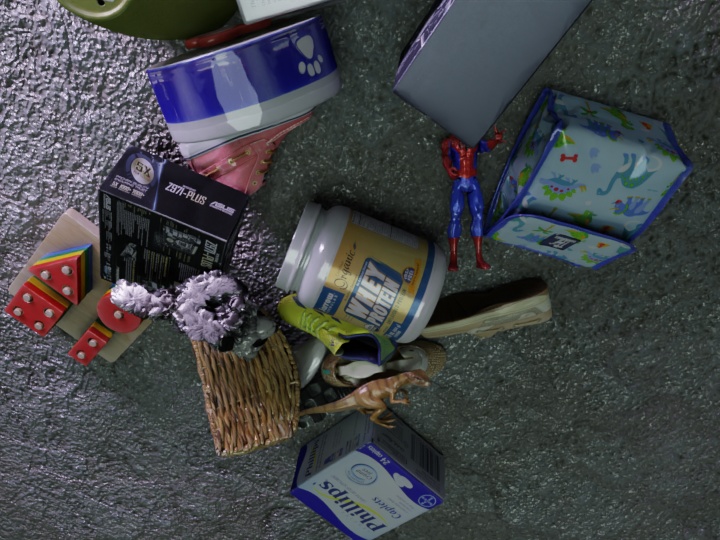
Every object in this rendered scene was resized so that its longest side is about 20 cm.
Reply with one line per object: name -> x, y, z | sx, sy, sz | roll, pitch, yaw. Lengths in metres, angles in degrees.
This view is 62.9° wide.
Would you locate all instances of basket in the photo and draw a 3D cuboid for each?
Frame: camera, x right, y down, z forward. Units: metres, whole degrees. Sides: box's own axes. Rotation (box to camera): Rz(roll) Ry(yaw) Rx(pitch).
basket -> -0.168, 0.169, 0.896 | 0.142, 0.201, 0.149 | -13, 166, -15

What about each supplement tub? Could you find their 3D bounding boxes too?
supplement tub -> 0.000, 0.000, 0.791 | 0.199, 0.145, 0.145 | 21, 121, -7

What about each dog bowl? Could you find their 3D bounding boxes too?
dog bowl -> -0.125, -0.213, 0.647 | 0.199, 0.200, 0.079 | -11, 116, 12

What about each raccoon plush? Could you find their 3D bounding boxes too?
raccoon plush -> -0.209, 0.054, 0.786 | 0.199, 0.097, 0.134 | 22, 162, 9

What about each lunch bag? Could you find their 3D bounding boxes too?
lunch bag -> 0.264, -0.095, 0.726 | 0.169, 0.128, 0.201 | 16, 134, -6

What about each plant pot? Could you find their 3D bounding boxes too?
plant pot -> -0.228, -0.316, 0.596 | 0.186, 0.200, 0.188 | 3, 121, 4

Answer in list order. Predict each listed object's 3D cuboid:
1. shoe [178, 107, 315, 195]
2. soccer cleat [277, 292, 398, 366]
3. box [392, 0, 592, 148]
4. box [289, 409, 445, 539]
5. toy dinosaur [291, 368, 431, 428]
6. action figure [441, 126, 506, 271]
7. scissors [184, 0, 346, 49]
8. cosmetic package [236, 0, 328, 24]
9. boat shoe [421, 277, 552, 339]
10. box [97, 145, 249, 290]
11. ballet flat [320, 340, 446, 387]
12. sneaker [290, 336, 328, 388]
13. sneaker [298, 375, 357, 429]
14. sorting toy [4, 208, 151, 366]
shoe -> -0.131, -0.157, 0.760 | 0.199, 0.072, 0.091 | -16, 119, 21
soccer cleat -> -0.041, 0.085, 0.865 | 0.199, 0.084, 0.065 | 16, 131, 17
box -> 0.133, -0.259, 0.601 | 0.104, 0.182, 0.200 | 31, 119, -12
box -> 0.014, 0.355, 1.025 | 0.200, 0.105, 0.184 | -39, 109, 25
toy dinosaur -> 0.005, 0.188, 0.865 | 0.199, 0.061, 0.107 | -21, 131, 0
action figure -> 0.136, -0.100, 0.722 | 0.065, 0.099, 0.201 | -4, 94, -3
scissors -> -0.105, -0.291, 0.681 | 0.199, 0.073, 0.014 | -26, 117, -16
cosmetic package -> -0.045, -0.380, 0.583 | 0.199, 0.123, 0.200 | -10, 119, 11
boat shoe -> 0.178, 0.070, 0.859 | 0.199, 0.072, 0.065 | -16, 117, 9
box -> -0.255, -0.043, 0.792 | 0.163, 0.086, 0.200 | 22, 141, -7
ballet flat -> 0.041, 0.147, 0.892 | 0.199, 0.065, 0.071 | -8, 87, -9
sneaker -> -0.129, 0.158, 0.944 | 0.080, 0.071, 0.200 | 43, 116, -14
sneaker -> -0.028, 0.185, 0.956 | 0.199, 0.089, 0.074 | -22, 87, -6
sorting toy -> -0.425, 0.044, 0.908 | 0.200, 0.070, 0.199 | 41, 116, -17
